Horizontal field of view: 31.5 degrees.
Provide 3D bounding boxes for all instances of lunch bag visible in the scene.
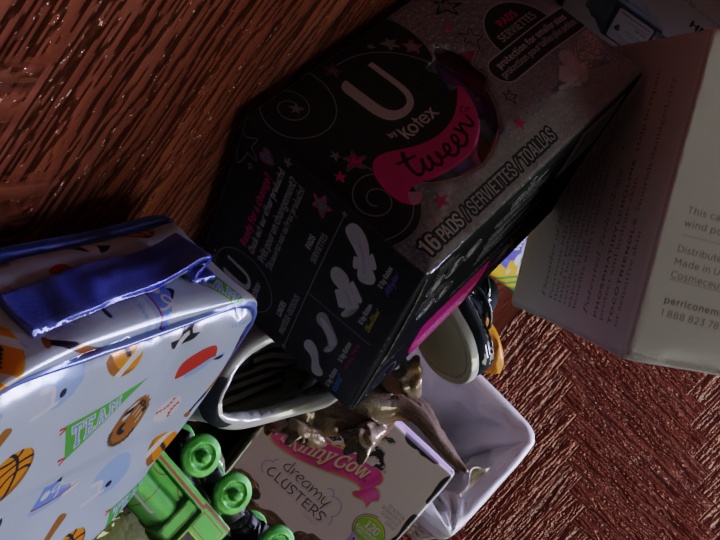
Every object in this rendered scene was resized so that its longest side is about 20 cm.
[{"bbox_3d":[-0.129,0.052,0.487,0.160,0.076,0.200,-55,166,24],"label":"lunch bag"}]

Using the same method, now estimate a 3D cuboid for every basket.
[{"bbox_3d":[0.037,0.142,1.177,0.136,0.200,0.123,-44,174,-23],"label":"basket"}]

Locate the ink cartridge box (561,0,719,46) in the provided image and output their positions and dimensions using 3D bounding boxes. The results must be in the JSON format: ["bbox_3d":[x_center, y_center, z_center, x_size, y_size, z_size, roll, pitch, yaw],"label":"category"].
[{"bbox_3d":[0.228,-0.188,0.891,0.086,0.146,0.200,-43,168,-18],"label":"ink cartridge box"}]

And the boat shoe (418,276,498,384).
[{"bbox_3d":[0.063,0.019,0.905,0.066,0.075,0.199,-10,-162,-15],"label":"boat shoe"}]

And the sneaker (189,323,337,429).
[{"bbox_3d":[-0.017,0.043,0.704,0.200,0.071,0.073,-23,122,-32],"label":"sneaker"}]

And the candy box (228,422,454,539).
[{"bbox_3d":[-0.050,0.183,1.036,0.200,0.168,0.072,-49,172,-1],"label":"candy box"}]

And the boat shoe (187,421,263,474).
[{"bbox_3d":[-0.081,0.075,0.762,0.072,0.060,0.202,24,110,-47],"label":"boat shoe"}]

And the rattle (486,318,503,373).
[{"bbox_3d":[0.119,-0.012,1.134,0.200,0.143,0.130,-23,134,-55],"label":"rattle"}]

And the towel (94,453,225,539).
[{"bbox_3d":[-0.167,0.175,0.701,0.148,0.036,0.200,-9,142,-54],"label":"towel"}]

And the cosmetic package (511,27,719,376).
[{"bbox_3d":[0.206,-0.029,0.715,0.200,0.167,0.167,-148,-109,-79],"label":"cosmetic package"}]

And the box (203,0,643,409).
[{"bbox_3d":[0.030,-0.053,0.655,0.200,0.115,0.132,-43,167,-36],"label":"box"}]

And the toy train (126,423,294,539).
[{"bbox_3d":[-0.088,0.115,0.646,0.056,0.200,0.042,-46,-151,-21],"label":"toy train"}]

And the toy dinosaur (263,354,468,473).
[{"bbox_3d":[-0.017,0.091,0.905,0.136,0.200,0.086,78,24,-79],"label":"toy dinosaur"}]

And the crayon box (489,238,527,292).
[{"bbox_3d":[0.106,-0.060,0.856,0.126,0.052,0.200,-53,140,5],"label":"crayon box"}]
